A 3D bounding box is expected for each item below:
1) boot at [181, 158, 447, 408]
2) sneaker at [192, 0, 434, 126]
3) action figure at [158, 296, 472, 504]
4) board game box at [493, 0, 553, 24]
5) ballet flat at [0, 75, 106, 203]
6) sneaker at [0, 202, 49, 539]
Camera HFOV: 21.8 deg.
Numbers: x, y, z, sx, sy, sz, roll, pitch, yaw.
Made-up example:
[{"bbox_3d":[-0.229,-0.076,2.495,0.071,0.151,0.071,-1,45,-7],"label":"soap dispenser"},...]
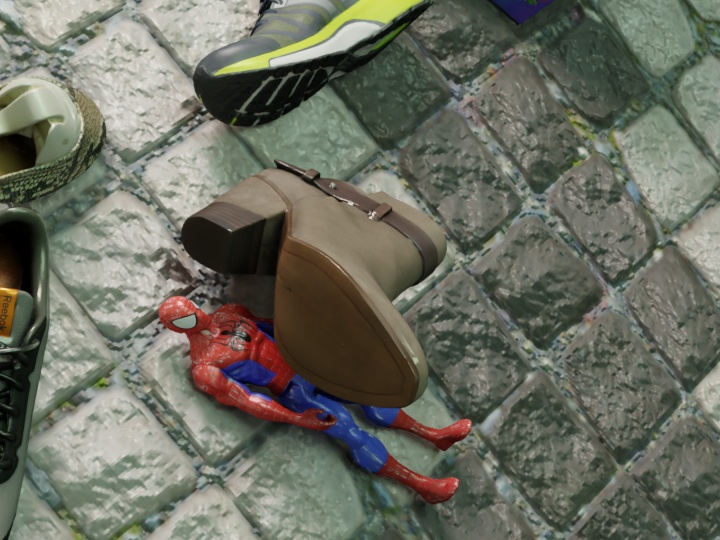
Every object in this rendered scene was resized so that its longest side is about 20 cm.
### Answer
[{"bbox_3d":[0.000,0.000,1.053,0.200,0.071,0.146,38,30,28],"label":"boot"},{"bbox_3d":[-0.041,-0.153,1.156,0.081,0.074,0.200,49,43,6],"label":"sneaker"},{"bbox_3d":[-0.027,0.066,1.067,0.199,0.052,0.066,27,59,-17],"label":"action figure"},{"bbox_3d":[0.166,-0.279,1.303,0.045,0.134,0.201,38,52,-17],"label":"board game box"},{"bbox_3d":[-0.205,-0.066,0.994,0.199,0.075,0.068,-24,78,-39],"label":"ballet flat"},{"bbox_3d":[-0.195,0.055,0.940,0.074,0.079,0.201,15,61,-29],"label":"sneaker"}]
